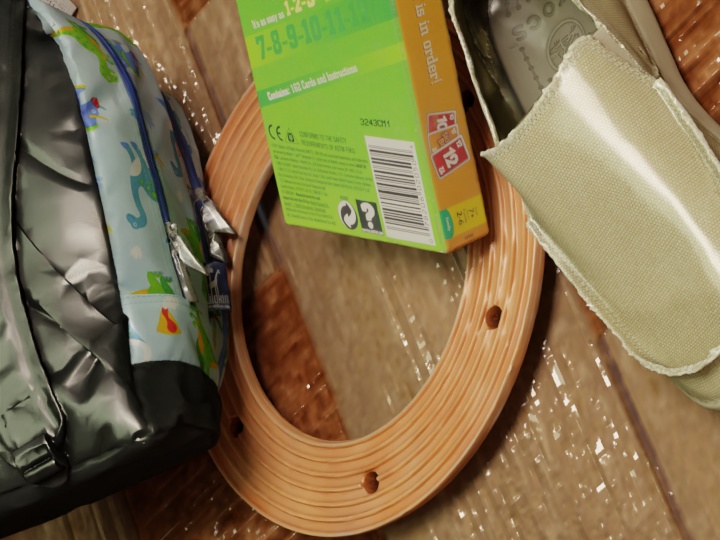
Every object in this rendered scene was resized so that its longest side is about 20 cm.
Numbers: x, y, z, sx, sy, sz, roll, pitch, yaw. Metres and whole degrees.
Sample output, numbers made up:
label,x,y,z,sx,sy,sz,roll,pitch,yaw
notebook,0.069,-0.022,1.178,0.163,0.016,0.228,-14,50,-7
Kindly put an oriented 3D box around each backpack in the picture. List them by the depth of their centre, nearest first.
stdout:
label,x,y,z,sx,sy,sz,roll,pitch,yaw
backpack,-0.130,-0.007,1.113,0.163,0.154,0.200,-25,80,31

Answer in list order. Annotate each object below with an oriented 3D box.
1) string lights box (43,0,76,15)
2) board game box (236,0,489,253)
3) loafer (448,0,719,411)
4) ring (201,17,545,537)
label,x,y,z,sx,sy,sz,roll,pitch,yaw
string lights box,-0.210,-0.067,1.194,0.059,0.103,0.200,-18,36,46
board game box,-0.012,-0.107,1.008,0.096,0.030,0.200,11,122,51
loafer,0.080,-0.036,0.956,0.076,0.068,0.200,-51,49,29
ring,0.000,0.000,1.077,0.200,0.019,0.201,-12,73,47
